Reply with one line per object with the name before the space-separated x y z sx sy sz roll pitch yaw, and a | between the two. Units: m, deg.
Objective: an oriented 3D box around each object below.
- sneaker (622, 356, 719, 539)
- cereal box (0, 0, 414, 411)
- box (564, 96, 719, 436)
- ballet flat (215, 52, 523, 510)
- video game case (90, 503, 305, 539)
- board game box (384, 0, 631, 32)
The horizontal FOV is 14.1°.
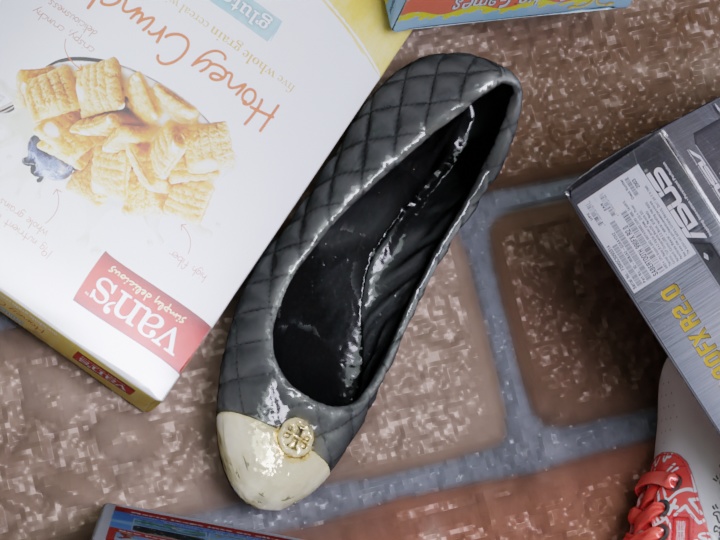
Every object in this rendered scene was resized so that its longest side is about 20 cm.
sneaker | 0.116 0.128 1.123 0.107 0.067 0.202 -9 84 -16
cereal box | -0.084 -0.066 1.130 0.144 0.040 0.200 34 73 -6
box | 0.173 0.027 1.114 0.048 0.158 0.200 -34 88 25
ballet flat | 0.000 0.000 1.123 0.066 0.057 0.201 32 74 -24
video game case | -0.027 0.116 1.019 0.142 0.200 0.018 11 94 -3
board game box | 0.049 -0.209 1.134 0.104 0.103 0.201 -7 69 -15
